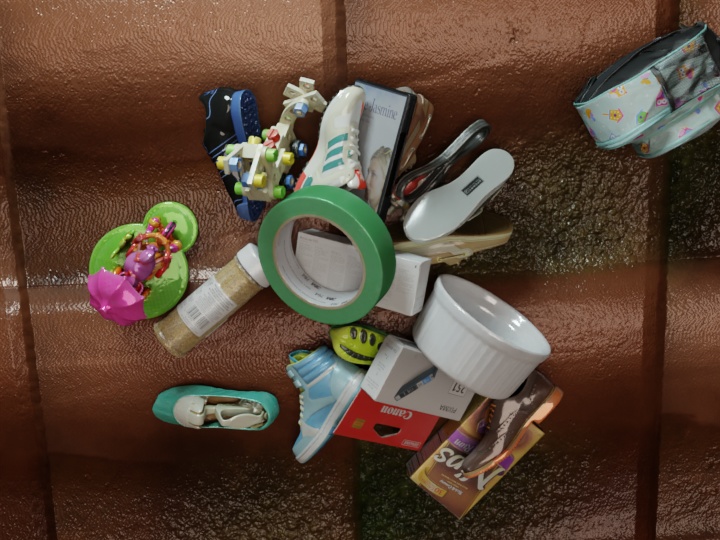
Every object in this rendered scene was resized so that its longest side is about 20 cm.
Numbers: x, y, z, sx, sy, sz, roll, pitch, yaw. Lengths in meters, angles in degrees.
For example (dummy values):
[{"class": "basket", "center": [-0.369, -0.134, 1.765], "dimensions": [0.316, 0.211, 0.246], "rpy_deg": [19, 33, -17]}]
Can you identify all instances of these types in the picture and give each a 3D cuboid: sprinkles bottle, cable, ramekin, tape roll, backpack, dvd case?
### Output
[{"class": "sprinkles bottle", "center": [-0.219, 0.046, 1.424], "dimensions": [0.200, 0.068, 0.068], "rpy_deg": [-40, 103, 6]}, {"class": "cable", "center": [0.107, -0.158, 1.395], "dimensions": [0.050, 0.097, 0.200], "rpy_deg": [40, 93, 30]}, {"class": "ramekin", "center": [0.173, 0.101, 1.402], "dimensions": [0.200, 0.200, 0.098], "rpy_deg": [30, 106, -10]}, {"class": "tape roll", "center": [-0.049, -0.021, 1.336], "dimensions": [0.200, 0.048, 0.201], "rpy_deg": [14, 122, 23]}, {"class": "backpack", "center": [0.414, -0.245, 1.344], "dimensions": [0.200, 0.176, 0.153], "rpy_deg": [-24, 100, 6]}, {"class": "dvd case", "center": [0.012, -0.168, 1.357], "dimensions": [0.018, 0.143, 0.200], "rpy_deg": [6, 104, -35]}]

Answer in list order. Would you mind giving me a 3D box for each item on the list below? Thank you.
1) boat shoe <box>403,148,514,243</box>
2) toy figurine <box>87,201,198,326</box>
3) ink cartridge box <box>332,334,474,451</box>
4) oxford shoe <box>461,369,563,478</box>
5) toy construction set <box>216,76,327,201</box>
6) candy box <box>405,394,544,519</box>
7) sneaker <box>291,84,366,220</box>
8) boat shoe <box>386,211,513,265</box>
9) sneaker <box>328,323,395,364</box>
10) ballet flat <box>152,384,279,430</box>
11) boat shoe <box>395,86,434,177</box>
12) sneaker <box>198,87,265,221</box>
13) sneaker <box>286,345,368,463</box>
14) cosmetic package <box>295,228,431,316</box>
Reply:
[{"class": "boat shoe", "center": [0.148, -0.099, 1.393], "dimensions": [0.200, 0.064, 0.071], "rpy_deg": [-36, 72, -13]}, {"class": "toy figurine", "center": [-0.316, 0.002, 1.348], "dimensions": [0.150, 0.184, 0.200], "rpy_deg": [38, 98, -11]}, {"class": "ink cartridge box", "center": [0.079, 0.201, 1.437], "dimensions": [0.200, 0.045, 0.176], "rpy_deg": [20, 102, -41]}, {"class": "oxford shoe", "center": [0.218, 0.234, 1.449], "dimensions": [0.073, 0.071, 0.200], "rpy_deg": [45, 86, -3]}, {"class": "toy construction set", "center": [-0.122, -0.178, 1.330], "dimensions": [0.092, 0.131, 0.200], "rpy_deg": [19, 62, 27]}, {"class": "candy box", "center": [0.183, 0.289, 1.516], "dimensions": [0.117, 0.056, 0.200], "rpy_deg": [41, 99, -12]}, {"class": "sneaker", "center": [-0.020, -0.160, 1.343], "dimensions": [0.093, 0.070, 0.200], "rpy_deg": [30, 102, 23]}, {"class": "boat shoe", "center": [0.132, -0.043, 1.432], "dimensions": [0.200, 0.074, 0.066], "rpy_deg": [-5, 127, -2]}, {"class": "sneaker", "center": [0.037, 0.124, 1.460], "dimensions": [0.200, 0.084, 0.074], "rpy_deg": [29, 95, -28]}, {"class": "ballet flat", "center": [-0.227, 0.217, 1.463], "dimensions": [0.200, 0.070, 0.067], "rpy_deg": [1, 104, -4]}, {"class": "boat shoe", "center": [0.050, -0.169, 1.389], "dimensions": [0.072, 0.076, 0.200], "rpy_deg": [13, 115, -33]}, {"class": "sneaker", "center": [-0.188, -0.170, 1.382], "dimensions": [0.078, 0.070, 0.200], "rpy_deg": [7, 114, 23]}, {"class": "sneaker", "center": [-0.078, 0.199, 1.475], "dimensions": [0.131, 0.080, 0.200], "rpy_deg": [38, 114, 9]}, {"class": "cosmetic package", "center": [0.000, 0.000, 1.395], "dimensions": [0.200, 0.051, 0.083], "rpy_deg": [15, 107, 22]}]
